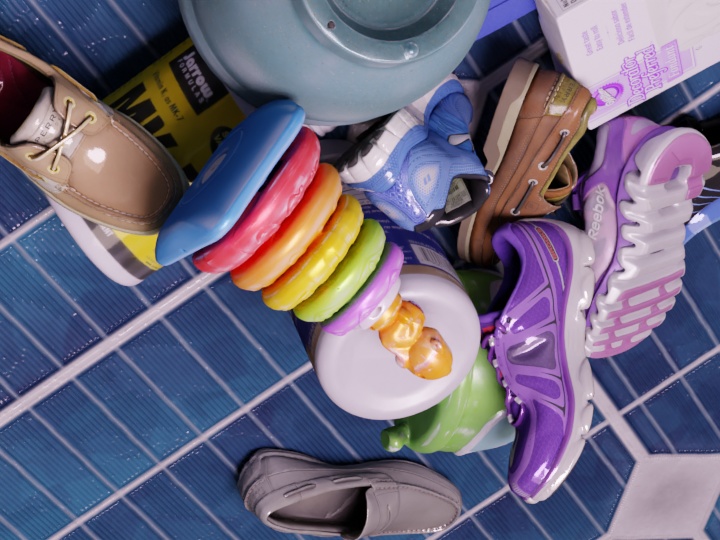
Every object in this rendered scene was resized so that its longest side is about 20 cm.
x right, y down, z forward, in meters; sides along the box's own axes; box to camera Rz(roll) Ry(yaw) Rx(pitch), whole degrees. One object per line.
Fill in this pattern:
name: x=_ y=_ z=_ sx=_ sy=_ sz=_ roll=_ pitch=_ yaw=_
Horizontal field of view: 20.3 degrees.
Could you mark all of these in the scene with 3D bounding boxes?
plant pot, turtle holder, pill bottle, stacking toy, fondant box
plant pot: x=-0.001 y=-0.184 z=1.209 sx=0.199 sy=0.134 sz=0.202 roll=-2 pitch=98 yaw=-18
turtle holder: x=0.082 y=0.083 z=1.518 sx=0.131 sy=0.141 sz=0.186 roll=5 pitch=128 yaw=-18
pill bottle: x=-0.107 y=-0.090 z=1.335 sx=0.199 sy=0.115 sz=0.114 roll=-35 pitch=130 yaw=6
stacking toy: x=-0.016 y=-0.001 z=1.238 sx=0.200 sy=0.116 sz=0.110 roll=40 pitch=66 yaw=-13
pill bottle: x=0.000 y=0.000 z=1.389 sx=0.115 sy=0.200 sz=0.116 roll=-10 pitch=127 yaw=-13
fondant box: x=0.223 y=-0.199 z=1.393 sx=0.199 sy=0.058 sz=0.144 roll=-27 pitch=148 yaw=1

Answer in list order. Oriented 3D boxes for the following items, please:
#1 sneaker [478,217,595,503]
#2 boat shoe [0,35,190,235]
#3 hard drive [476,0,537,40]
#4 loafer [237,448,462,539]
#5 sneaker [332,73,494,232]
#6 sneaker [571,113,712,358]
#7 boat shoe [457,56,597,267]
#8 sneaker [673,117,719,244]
sneaker: x=0.113 y=0.062 z=1.409 sx=0.083 sy=0.202 sz=0.081 roll=7 pitch=165 yaw=-19
boat shoe: x=-0.198 y=-0.089 z=1.257 sx=0.199 sy=0.066 sz=0.074 roll=32 pitch=91 yaw=6
hard drive: x=0.093 y=-0.261 z=1.340 sx=0.131 sy=0.025 sz=0.201 roll=-28 pitch=131 yaw=1
loafer: x=-0.004 y=0.191 z=1.619 sx=0.199 sy=0.070 sz=0.070 roll=7 pitch=123 yaw=-26
sneaker: x=0.044 y=-0.072 z=1.366 sx=0.078 sy=0.200 sz=0.089 roll=-38 pitch=96 yaw=25
sneaker: x=0.191 y=-0.031 z=1.477 sx=0.080 sy=0.088 sz=0.201 roll=-14 pitch=129 yaw=-37
boat shoe: x=0.118 y=-0.062 z=1.437 sx=0.068 sy=0.072 sz=0.201 roll=21 pitch=145 yaw=7
sneaker: x=0.236 y=-0.064 z=1.528 sx=0.199 sy=0.070 sz=0.078 roll=-33 pitch=110 yaw=11
